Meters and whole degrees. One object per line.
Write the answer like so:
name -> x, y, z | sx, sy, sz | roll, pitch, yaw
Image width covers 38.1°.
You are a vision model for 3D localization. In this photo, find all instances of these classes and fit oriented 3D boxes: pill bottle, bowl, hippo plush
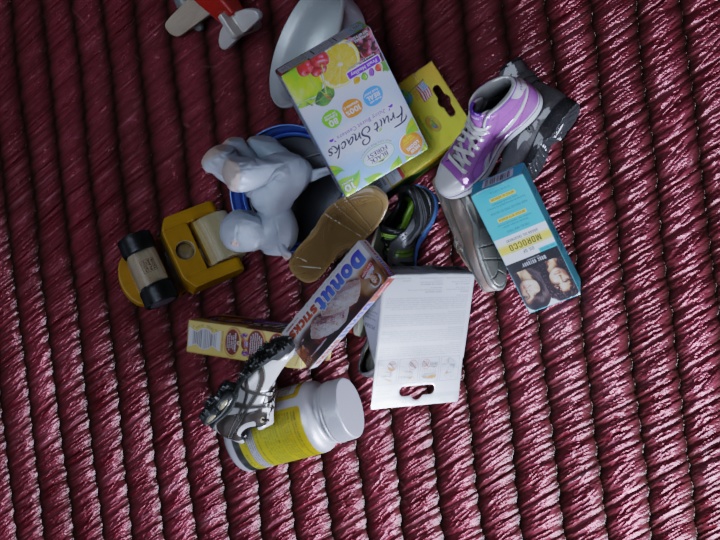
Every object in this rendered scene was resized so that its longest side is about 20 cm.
pill bottle -> -0.103, 0.237, 1.624 | 0.199, 0.114, 0.115 | -17, 86, 21
bowl -> -0.111, -0.129, 1.649 | 0.200, 0.039, 0.202 | 1, 92, 21
hippo plush -> -0.145, -0.109, 1.590 | 0.199, 0.159, 0.161 | -2, 115, -20
bowl -> -0.049, -0.324, 1.567 | 0.201, 0.090, 0.202 | -36, 44, 45

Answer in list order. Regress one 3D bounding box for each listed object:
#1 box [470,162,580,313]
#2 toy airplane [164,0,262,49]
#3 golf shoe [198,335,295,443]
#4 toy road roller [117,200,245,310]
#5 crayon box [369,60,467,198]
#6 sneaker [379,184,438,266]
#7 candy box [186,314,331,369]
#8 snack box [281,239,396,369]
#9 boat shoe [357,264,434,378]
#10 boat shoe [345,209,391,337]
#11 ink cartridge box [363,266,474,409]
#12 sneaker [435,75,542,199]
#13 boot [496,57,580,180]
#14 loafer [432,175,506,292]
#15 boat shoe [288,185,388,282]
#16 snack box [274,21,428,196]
box -> 0.234, -0.044, 1.475 | 0.082, 0.049, 0.200 | -23, 109, 20
toy airplane -> -0.227, -0.453, 1.641 | 0.199, 0.141, 0.200 | 8, 133, 12
golf shoe -> -0.148, 0.178, 1.550 | 0.094, 0.078, 0.200 | 42, 116, -8
toy road roller -> -0.296, -0.013, 1.699 | 0.199, 0.146, 0.123 | -24, 82, -17
crayon box -> 0.066, -0.204, 1.572 | 0.200, 0.051, 0.127 | -34, 81, 20
sneaker -> 0.051, -0.035, 1.551 | 0.071, 0.083, 0.200 | 16, 86, 46
candy box -> -0.157, 0.110, 1.637 | 0.199, 0.117, 0.057 | 5, 94, 21
snack box -> -0.033, 0.050, 1.491 | 0.072, 0.024, 0.200 | 51, 119, 19
boat shoe -> 0.062, 0.082, 1.579 | 0.073, 0.065, 0.200 | 31, 102, 19
boat shoe -> 0.000, 0.000, 1.599 | 0.062, 0.071, 0.201 | 17, 98, 28
ink cartridge box -> 0.080, 0.095, 1.530 | 0.057, 0.162, 0.201 | 30, 116, 56
sneaker -> 0.156, -0.190, 1.450 | 0.073, 0.114, 0.201 | 46, 108, 26
boot -> 0.213, -0.197, 1.517 | 0.132, 0.070, 0.200 | 40, 98, 22
loafer -> 0.160, -0.060, 1.541 | 0.063, 0.072, 0.201 | -23, 78, 37
boat shoe -> -0.031, -0.065, 1.562 | 0.074, 0.069, 0.200 | 45, 119, -9
snack box -> -0.010, -0.226, 1.472 | 0.142, 0.053, 0.200 | -30, 115, -3
